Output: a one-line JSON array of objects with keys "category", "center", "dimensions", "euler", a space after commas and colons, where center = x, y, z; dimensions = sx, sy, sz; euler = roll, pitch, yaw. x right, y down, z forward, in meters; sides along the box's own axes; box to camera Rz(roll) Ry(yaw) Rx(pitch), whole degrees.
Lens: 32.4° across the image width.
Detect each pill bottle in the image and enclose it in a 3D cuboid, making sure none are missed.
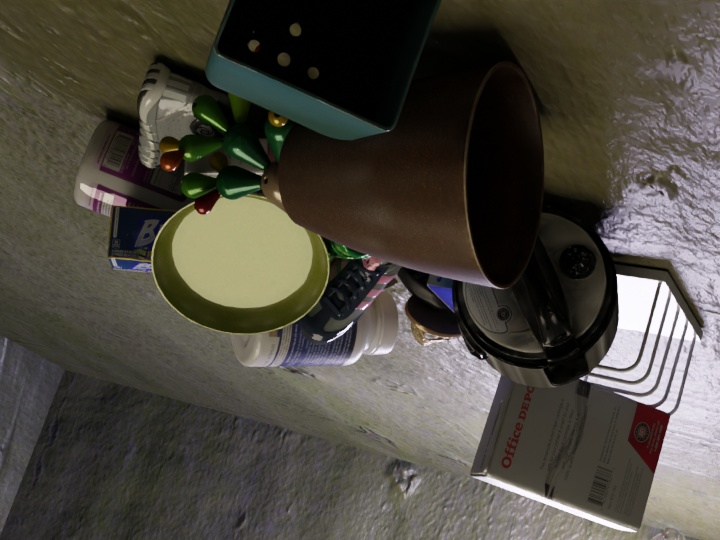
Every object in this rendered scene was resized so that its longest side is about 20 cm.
[{"category": "pill bottle", "center": [-0.241, -0.101, 1.524], "dimensions": [0.198, 0.113, 0.112], "euler": [21, 165, -5]}, {"category": "pill bottle", "center": [-0.057, 0.066, 1.573], "dimensions": [0.198, 0.112, 0.111], "euler": [2, 173, -26]}]

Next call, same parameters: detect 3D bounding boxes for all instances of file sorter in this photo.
[{"category": "file sorter", "center": [0.310, 0.085, 1.489], "dimensions": [0.138, 0.126, 0.200], "euler": [10, 163, 31]}]

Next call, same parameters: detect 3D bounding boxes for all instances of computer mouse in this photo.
[{"category": "computer mouse", "center": [0.034, -0.015, 1.512], "dimensions": [0.200, 0.034, 0.059], "euler": [40, -150, 14]}]

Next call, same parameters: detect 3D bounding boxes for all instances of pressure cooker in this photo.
[{"category": "pressure cooker", "center": [0.189, 0.024, 1.322], "dimensions": [0.175, 0.180, 0.200], "euler": [25, 172, 17]}]

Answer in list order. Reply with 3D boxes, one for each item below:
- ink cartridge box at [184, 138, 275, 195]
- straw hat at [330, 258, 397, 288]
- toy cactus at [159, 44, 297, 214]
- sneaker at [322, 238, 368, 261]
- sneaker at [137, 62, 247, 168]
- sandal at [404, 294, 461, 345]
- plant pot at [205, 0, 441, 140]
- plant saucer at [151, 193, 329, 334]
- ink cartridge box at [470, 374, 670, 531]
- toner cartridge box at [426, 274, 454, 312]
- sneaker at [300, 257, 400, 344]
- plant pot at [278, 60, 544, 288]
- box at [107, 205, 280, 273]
[{"category": "ink cartridge box", "center": [-0.091, -0.097, 1.376], "dimensions": [0.172, 0.044, 0.200], "euler": [1, 167, 5]}, {"category": "straw hat", "center": [-0.042, -0.034, 1.566], "dimensions": [0.199, 0.086, 0.201], "euler": [7, -170, -1]}, {"category": "toy cactus", "center": [-0.102, -0.110, 1.208], "dimensions": [0.165, 0.102, 0.200], "euler": [43, 119, -5]}, {"category": "sneaker", "center": [-0.025, -0.045, 1.392], "dimensions": [0.074, 0.084, 0.200], "euler": [19, 140, -27]}, {"category": "sneaker", "center": [-0.181, -0.150, 1.362], "dimensions": [0.114, 0.076, 0.200], "euler": [17, 164, -1]}, {"category": "sandal", "center": [0.098, 0.066, 1.570], "dimensions": [0.078, 0.070, 0.211], "euler": [42, -153, 11]}, {"category": "plant pot", "center": [-0.042, -0.185, 0.965], "dimensions": [0.140, 0.142, 0.200], "euler": [22, 172, -14]}, {"category": "plant saucer", "center": [-0.133, -0.012, 1.384], "dimensions": [0.198, 0.031, 0.201], "euler": [0, 128, -1]}, {"category": "ink cartridge box", "center": [0.247, 0.207, 1.471], "dimensions": [0.198, 0.146, 0.083], "euler": [21, 169, -6]}, {"category": "toner cartridge box", "center": [0.148, 0.015, 1.496], "dimensions": [0.043, 0.096, 0.200], "euler": [9, 161, 30]}, {"category": "sneaker", "center": [0.000, 0.000, 1.435], "dimensions": [0.070, 0.200, 0.082], "euler": [40, 175, 7]}, {"category": "plant pot", "center": [0.036, -0.083, 1.075], "dimensions": [0.198, 0.189, 0.187], "euler": [2, 159, 28]}, {"category": "box", "center": [-0.191, -0.030, 1.446], "dimensions": [0.198, 0.065, 0.070], "euler": [4, 168, -6]}]
